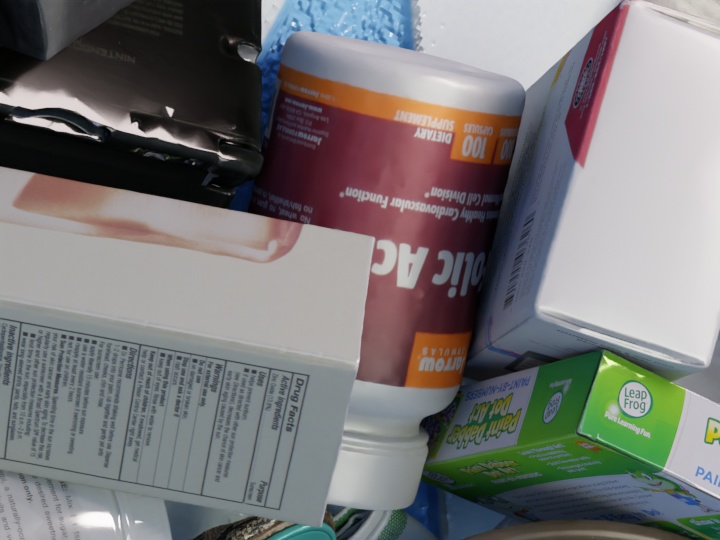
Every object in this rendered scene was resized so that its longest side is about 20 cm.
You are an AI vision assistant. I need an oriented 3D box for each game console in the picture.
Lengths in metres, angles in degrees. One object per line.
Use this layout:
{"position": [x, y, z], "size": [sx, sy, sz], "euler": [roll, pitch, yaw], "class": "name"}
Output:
{"position": [-0.155, -0.073, 1.285], "size": [0.200, 0.116, 0.176], "euler": [12, 67, -32], "class": "game console"}

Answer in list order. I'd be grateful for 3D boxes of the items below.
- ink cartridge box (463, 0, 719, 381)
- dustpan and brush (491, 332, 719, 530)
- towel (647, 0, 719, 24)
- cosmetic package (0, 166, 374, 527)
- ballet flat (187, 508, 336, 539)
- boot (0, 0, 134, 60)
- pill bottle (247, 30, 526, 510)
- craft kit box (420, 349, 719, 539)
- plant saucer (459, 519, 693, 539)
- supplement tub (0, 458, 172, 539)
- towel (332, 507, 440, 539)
{"position": [0.112, -0.023, 1.319], "size": [0.085, 0.200, 0.148], "euler": [17, 80, -5], "class": "ink cartridge box"}
{"position": [0.103, 0.087, 1.445], "size": [0.200, 0.057, 0.140], "euler": [-46, 117, 0], "class": "dustpan and brush"}
{"position": [0.220, -0.098, 1.452], "size": [0.200, 0.034, 0.133], "euler": [32, 97, -20], "class": "towel"}
{"position": [-0.101, 0.028, 1.219], "size": [0.200, 0.087, 0.104], "euler": [12, 131, -3], "class": "cosmetic package"}
{"position": [-0.087, 0.174, 1.340], "size": [0.068, 0.075, 0.200], "euler": [20, 106, -43], "class": "ballet flat"}
{"position": [-0.097, -0.202, 1.227], "size": [0.200, 0.066, 0.165], "euler": [-33, 118, -34], "class": "boot"}
{"position": [0.000, 0.000, 1.334], "size": [0.114, 0.114, 0.200], "euler": [8, 99, -31], "class": "pill bottle"}
{"position": [0.143, 0.103, 1.333], "size": [0.197, 0.200, 0.049], "euler": [23, 74, -18], "class": "craft kit box"}
{"position": [0.096, 0.185, 1.356], "size": [0.200, 0.030, 0.200], "euler": [0, 139, 0], "class": "plant saucer"}
{"position": [-0.193, 0.132, 1.251], "size": [0.200, 0.132, 0.132], "euler": [-9, 107, -26], "class": "supplement tub"}
{"position": [0.016, 0.207, 1.415], "size": [0.149, 0.031, 0.200], "euler": [-38, 121, 13], "class": "towel"}
